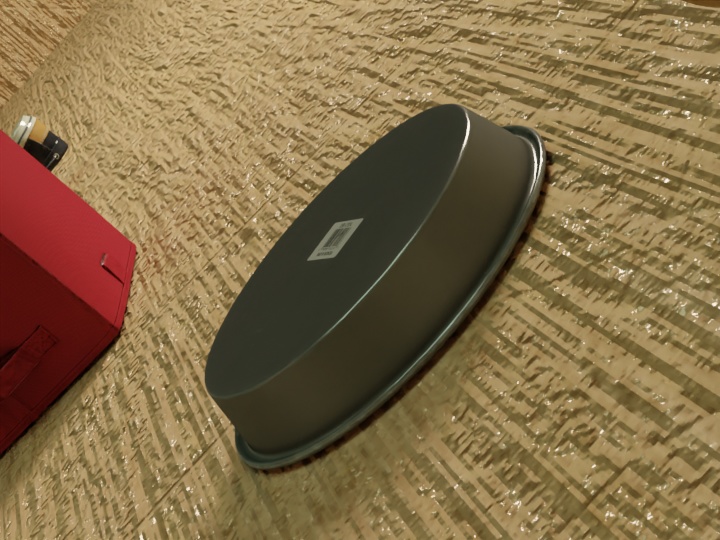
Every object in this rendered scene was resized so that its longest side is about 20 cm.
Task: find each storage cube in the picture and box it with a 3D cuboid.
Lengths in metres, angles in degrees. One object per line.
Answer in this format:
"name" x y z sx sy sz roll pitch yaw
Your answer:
"storage cube" -0.283 0.011 1.220 0.171 0.180 0.200 -44 16 14

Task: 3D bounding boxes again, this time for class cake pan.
"cake pan" 0.000 0.000 0.785 0.200 0.037 0.200 -43 17 17

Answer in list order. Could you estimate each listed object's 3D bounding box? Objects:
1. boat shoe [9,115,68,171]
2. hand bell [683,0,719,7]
"boat shoe" -0.363 -0.066 1.795 0.200 0.062 0.075 -59 17 21
"hand bell" 0.159 -0.092 0.554 0.104 0.104 0.200 -43 30 16
